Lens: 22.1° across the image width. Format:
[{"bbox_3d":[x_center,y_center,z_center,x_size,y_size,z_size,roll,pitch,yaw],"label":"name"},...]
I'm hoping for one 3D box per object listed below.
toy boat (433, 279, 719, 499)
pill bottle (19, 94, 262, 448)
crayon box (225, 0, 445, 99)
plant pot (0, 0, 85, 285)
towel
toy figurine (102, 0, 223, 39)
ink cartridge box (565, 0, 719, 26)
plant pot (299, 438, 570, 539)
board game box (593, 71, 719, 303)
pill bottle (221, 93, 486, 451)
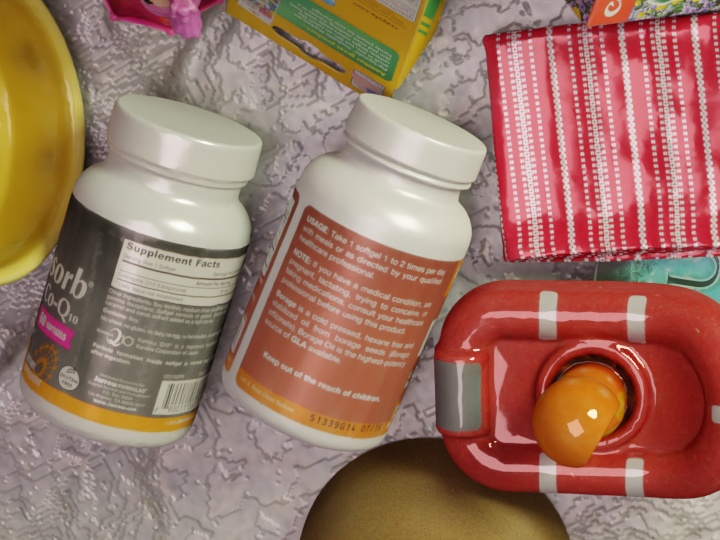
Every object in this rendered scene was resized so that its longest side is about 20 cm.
[{"bbox_3d":[0.134,0.077,1.072,0.199,0.131,0.131,1,103,15],"label":"toy boat"},{"bbox_3d":[-0.134,0.000,1.150,0.116,0.116,0.200,20,104,7],"label":"pill bottle"},{"bbox_3d":[-0.010,-0.183,1.076,0.126,0.200,0.052,32,70,4],"label":"crayon box"},{"bbox_3d":[-0.304,-0.085,1.138,0.188,0.201,0.201,-3,101,28],"label":"plant pot"},{"bbox_3d":[0.174,-0.077,1.088,0.199,0.022,0.145,-2,98,20],"label":"towel"},{"bbox_3d":[-0.118,-0.208,1.073,0.150,0.184,0.200,-21,52,-7],"label":"toy figurine"},{"bbox_3d":[0.156,-0.191,1.006,0.050,0.200,0.109,59,148,35],"label":"ink cartridge box"},{"bbox_3d":[0.028,0.220,1.118,0.186,0.200,0.187,3,102,12],"label":"plant pot"},{"bbox_3d":[0.211,-0.015,1.120,0.135,0.028,0.201,8,102,10],"label":"board game box"},{"bbox_3d":[0.000,0.000,1.124,0.112,0.112,0.200,25,105,6],"label":"pill bottle"}]
